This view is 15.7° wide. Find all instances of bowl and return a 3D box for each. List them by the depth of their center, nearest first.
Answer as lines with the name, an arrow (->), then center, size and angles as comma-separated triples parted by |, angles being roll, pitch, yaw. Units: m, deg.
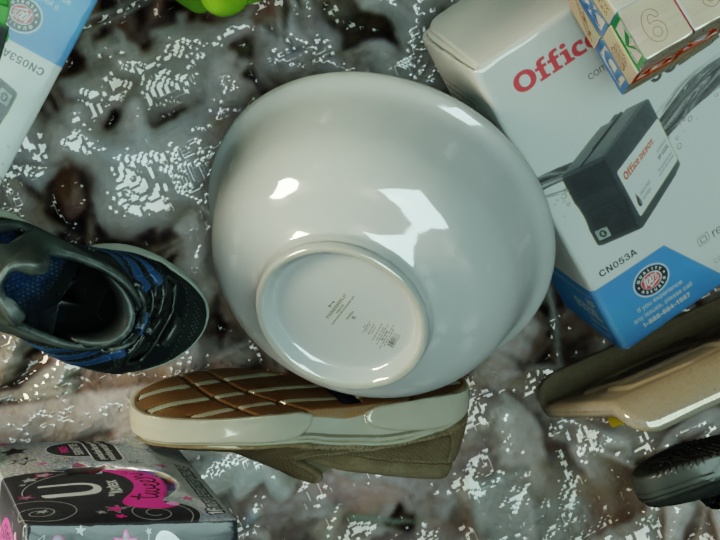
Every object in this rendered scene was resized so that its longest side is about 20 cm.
bowl -> 0.000, 0.000, 1.409 | 0.200, 0.090, 0.202 | 10, 129, 12

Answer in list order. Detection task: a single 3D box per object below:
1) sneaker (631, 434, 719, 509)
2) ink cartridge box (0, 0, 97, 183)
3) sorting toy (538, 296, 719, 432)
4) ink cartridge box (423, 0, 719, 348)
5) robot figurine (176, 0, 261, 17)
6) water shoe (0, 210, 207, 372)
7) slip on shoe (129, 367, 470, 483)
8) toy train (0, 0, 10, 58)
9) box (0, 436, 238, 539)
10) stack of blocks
sneaker -> 0.266, 0.139, 1.566 | 0.199, 0.060, 0.105 | -17, 98, -14
ink cartridge box -> -0.251, -0.096, 1.388 | 0.145, 0.084, 0.200 | 28, 91, -18
sorting toy -> 0.206, 0.048, 1.463 | 0.185, 0.200, 0.037 | -24, 95, -9
ink cartridge box -> 0.148, -0.083, 1.462 | 0.145, 0.084, 0.200 | -34, 118, -6
robot figurine -> -0.058, -0.216, 1.357 | 0.116, 0.200, 0.176 | 40, 53, -4
water shoe -> -0.142, 0.025, 1.391 | 0.200, 0.079, 0.072 | 18, 100, -50
slip on shoe -> -0.034, 0.093, 1.480 | 0.199, 0.076, 0.061 | -4, 113, -24
toy train -> -0.194, -0.132, 1.325 | 0.042, 0.056, 0.201 | 14, 94, -16
box -> -0.141, 0.171, 1.398 | 0.114, 0.200, 0.133 | -1, 99, -15
stack of blocks -> 0.114, -0.199, 1.325 | 0.058, 0.115, 0.200 | -29, 84, -5
